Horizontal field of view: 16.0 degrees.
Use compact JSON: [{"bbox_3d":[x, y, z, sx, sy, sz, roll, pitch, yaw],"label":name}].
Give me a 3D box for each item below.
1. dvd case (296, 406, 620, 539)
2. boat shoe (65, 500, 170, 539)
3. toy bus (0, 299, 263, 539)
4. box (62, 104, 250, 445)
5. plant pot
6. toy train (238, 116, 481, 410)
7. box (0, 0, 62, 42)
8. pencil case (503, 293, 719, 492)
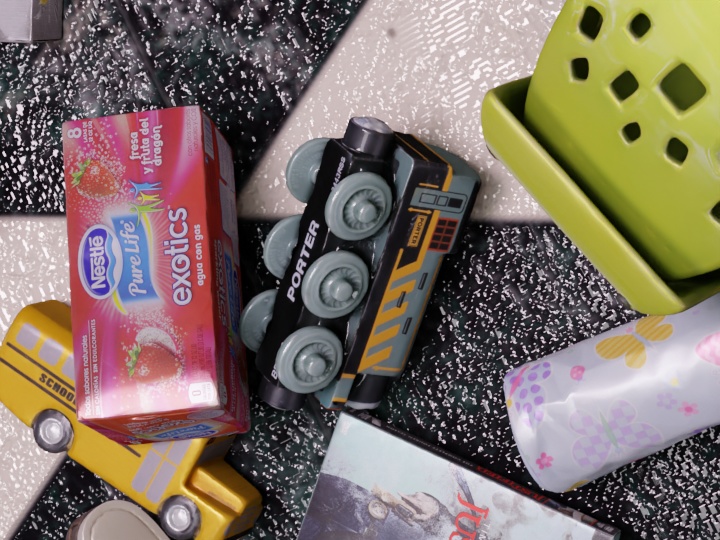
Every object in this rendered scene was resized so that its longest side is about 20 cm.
[{"bbox_3d":[0.053,0.193,1.646,0.200,0.022,0.146,24,103,18],"label":"dvd case"},{"bbox_3d":[-0.127,0.244,1.721,0.200,0.072,0.060,53,151,-5],"label":"boat shoe"},{"bbox_3d":[-0.152,0.104,1.714,0.200,0.065,0.078,32,103,15],"label":"toy bus"},{"bbox_3d":[-0.130,0.005,1.640,0.095,0.100,0.200,-7,76,8],"label":"box"},{"bbox_3d":[0.199,-0.092,1.496,0.199,0.200,0.181,49,115,9],"label":"plant pot"},{"bbox_3d":[0.000,0.000,1.622,0.085,0.114,0.200,41,118,53],"label":"toy train"},{"bbox_3d":[-0.279,-0.257,1.730,0.158,0.048,0.200,6,98,20],"label":"box"},{"bbox_3d":[0.189,0.070,1.573,0.200,0.083,0.091,-21,125,21],"label":"pencil case"}]
